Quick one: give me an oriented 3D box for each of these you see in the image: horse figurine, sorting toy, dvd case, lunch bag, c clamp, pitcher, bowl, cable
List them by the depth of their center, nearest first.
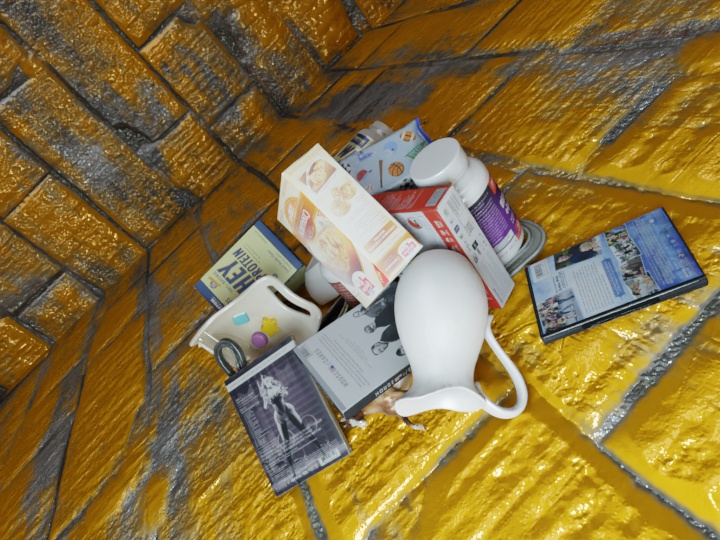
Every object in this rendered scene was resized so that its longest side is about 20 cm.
[{"bbox_3d":[0.126,0.084,0.657,0.122,0.169,0.202,120,157,-55],"label":"pitcher"},{"bbox_3d":[0.320,0.007,0.676,0.198,0.018,0.144,-27,33,27],"label":"dvd case"},{"bbox_3d":[0.019,0.106,0.751,0.199,0.025,0.150,-33,42,-17],"label":"dvd case"},{"bbox_3d":[0.067,0.157,0.767,0.132,0.050,0.201,-9,44,47],"label":"horse figurine"},{"bbox_3d":[-0.118,0.227,0.808,0.148,0.202,0.016,-34,-15,16],"label":"dvd case"},{"bbox_3d":[0.204,-0.024,0.856,0.199,0.027,0.171,-39,29,10],"label":"c clamp"},{"bbox_3d":[-0.180,0.204,0.880,0.097,0.200,0.050,-45,-1,19],"label":"cable"},{"bbox_3d":[-0.162,0.105,0.909,0.181,0.199,0.107,-50,9,22],"label":"sorting toy"},{"bbox_3d":[0.062,-0.147,0.913,0.168,0.200,0.125,-26,66,5],"label":"lunch bag"},{"bbox_3d":[-0.041,-0.040,1.088,0.199,0.074,0.201,-33,27,53],"label":"bowl"}]

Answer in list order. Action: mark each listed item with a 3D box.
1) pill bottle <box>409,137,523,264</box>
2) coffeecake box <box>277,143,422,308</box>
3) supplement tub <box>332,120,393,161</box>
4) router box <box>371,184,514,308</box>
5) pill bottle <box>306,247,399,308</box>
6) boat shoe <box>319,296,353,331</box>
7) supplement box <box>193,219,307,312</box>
[{"bbox_3d":[0.160,-0.100,0.783,0.110,0.200,0.112,-27,39,24],"label":"pill bottle"},{"bbox_3d":[-0.024,-0.056,0.740,0.073,0.200,0.154,-44,-4,-21],"label":"coffeecake box"},{"bbox_3d":[0.009,-0.259,1.291,0.200,0.145,0.145,-46,29,-4],"label":"supplement tub"},{"bbox_3d":[0.108,-0.030,0.771,0.178,0.200,0.049,3,50,51],"label":"router box"},{"bbox_3d":[0.000,0.000,0.903,0.111,0.200,0.113,-31,31,21],"label":"pill bottle"},{"bbox_3d":[-0.076,0.132,0.970,0.200,0.060,0.072,-46,29,-1],"label":"boat shoe"},{"bbox_3d":[-0.227,0.020,1.146,0.200,0.134,0.200,-46,-5,-3],"label":"supplement box"}]
